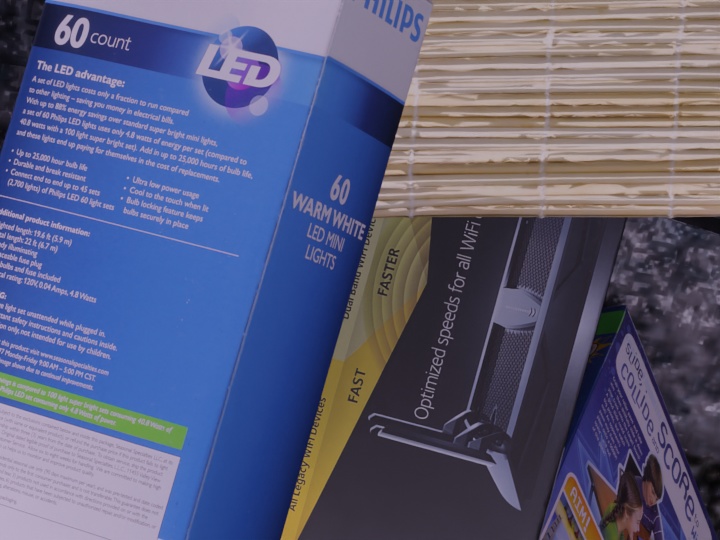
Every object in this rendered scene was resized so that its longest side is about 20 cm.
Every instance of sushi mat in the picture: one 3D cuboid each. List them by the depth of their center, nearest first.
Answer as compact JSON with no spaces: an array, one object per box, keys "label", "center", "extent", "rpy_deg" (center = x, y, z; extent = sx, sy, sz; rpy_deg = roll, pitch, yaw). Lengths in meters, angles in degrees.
[{"label":"sushi mat","center":[0.101,-0.063,0.776],"extent":[0.199,0.012,0.096],"rpy_deg":[-1,98,-4]}]

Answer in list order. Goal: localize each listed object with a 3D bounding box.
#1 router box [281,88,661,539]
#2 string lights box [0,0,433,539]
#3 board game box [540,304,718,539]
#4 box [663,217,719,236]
[{"label":"router box","center":[0.000,0.000,0.811],"extent":[0.157,0.052,0.201],"rpy_deg":[16,86,0]},{"label":"string lights box","center":[-0.059,-0.001,0.740],"extent":[0.059,0.103,0.201],"rpy_deg":[24,82,-62]},{"label":"board game box","center":[0.102,0.133,0.932],"extent":[0.034,0.135,0.200],"rpy_deg":[-9,119,28]},{"label":"box","center":[0.143,-0.109,0.833],"extent":[0.160,0.044,0.201],"rpy_deg":[18,114,20]}]
